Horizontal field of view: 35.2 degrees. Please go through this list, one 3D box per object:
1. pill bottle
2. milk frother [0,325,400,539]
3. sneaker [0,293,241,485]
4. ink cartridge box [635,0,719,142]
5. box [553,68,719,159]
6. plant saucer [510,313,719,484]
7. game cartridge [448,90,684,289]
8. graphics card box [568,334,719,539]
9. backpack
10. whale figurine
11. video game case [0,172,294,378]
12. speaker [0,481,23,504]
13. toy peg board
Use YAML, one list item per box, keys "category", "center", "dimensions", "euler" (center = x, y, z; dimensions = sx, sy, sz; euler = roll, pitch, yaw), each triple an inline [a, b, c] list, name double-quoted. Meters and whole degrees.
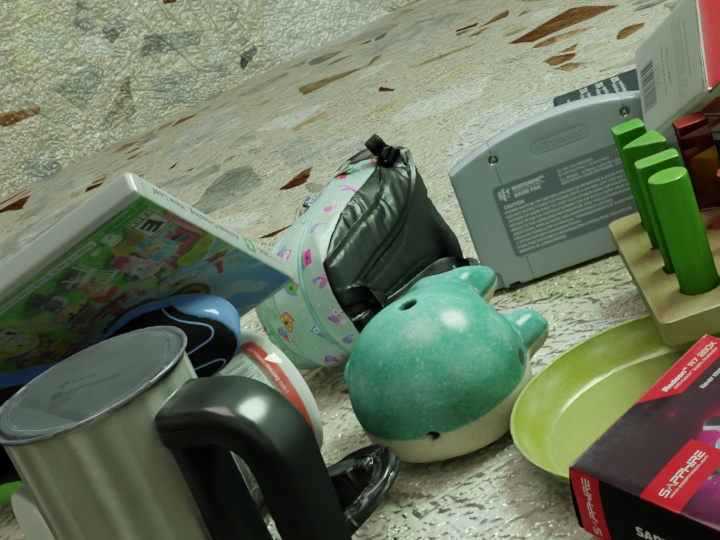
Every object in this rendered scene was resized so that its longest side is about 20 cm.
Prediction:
- category: "pill bottle"
  center: [-0.132, 0.137, 0.793]
  dimensions: [0.199, 0.117, 0.115]
  euler: [-34, 22, -30]
- category: "milk frother"
  center: [-0.083, 0.117, 0.678]
  dimensions: [0.179, 0.189, 0.200]
  euler: [-17, 19, 13]
- category: "sneaker"
  center: [-0.164, 0.083, 0.720]
  dimensions: [0.199, 0.070, 0.078]
  euler: [-24, 33, -2]
- category: "ink cartridge box"
  center: [0.335, -0.163, 0.859]
  dimensions: [0.198, 0.085, 0.176]
  euler: [-3, -9, -7]
- category: "box"
  center: [0.290, -0.130, 1.052]
  dimensions: [0.198, 0.105, 0.148]
  euler: [-18, 19, 13]
- category: "plant saucer"
  center: [0.192, 0.082, 0.704]
  dimensions: [0.199, 0.031, 0.200]
  euler: [-20, 18, 7]
- category: "game cartridge"
  center: [0.184, -0.075, 0.980]
  dimensions: [0.199, 0.134, 0.041]
  euler: [-19, 18, 9]
- category: "graphics card box"
  center: [0.213, 0.105, 0.533]
  dimensions: [0.125, 0.051, 0.199]
  euler: [-35, 33, -28]
- category: "backpack"
  center: [0.000, 0.000, 0.989]
  dimensions: [0.126, 0.167, 0.200]
  euler: [-28, 15, 38]
- category: "whale figurine"
  center: [0.055, 0.046, 0.824]
  dimensions: [0.158, 0.104, 0.201]
  euler: [-16, 28, 19]
- category: "video game case"
  center: [-0.168, 0.028, 0.748]
  dimensions: [0.199, 0.182, 0.022]
  euler: [-34, 61, 15]
- category: "speaker"
  center: [-0.256, 0.149, 0.948]
  dimensions: [0.199, 0.089, 0.088]
  euler: [-11, 22, 32]
- category: "toy peg board"
  center: [0.270, -0.061, 0.773]
  dimensions: [0.198, 0.098, 0.200]
  euler: [-20, 19, 10]
